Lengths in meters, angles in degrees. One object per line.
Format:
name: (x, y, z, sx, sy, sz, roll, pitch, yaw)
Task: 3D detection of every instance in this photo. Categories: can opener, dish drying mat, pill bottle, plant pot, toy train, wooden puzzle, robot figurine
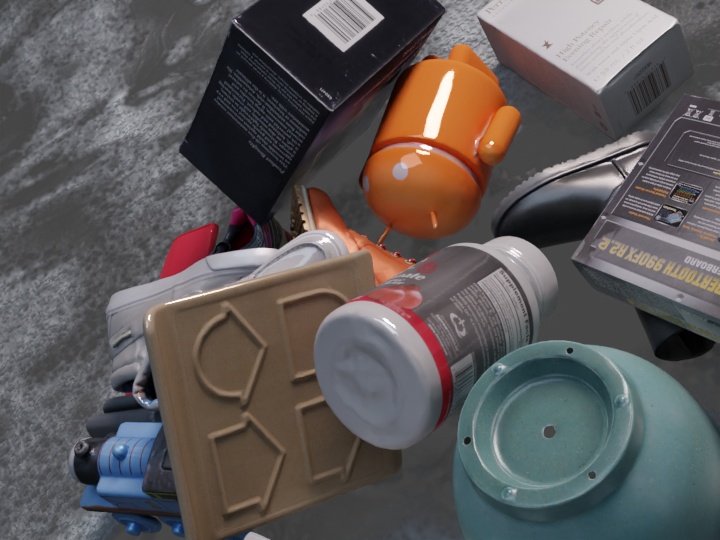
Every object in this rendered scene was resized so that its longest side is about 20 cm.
can opener: (-0.179, 0.144, 0.937, 0.199, 0.067, 0.053, -8, 28, 38)
dish drying mat: (-0.195, 0.043, 1.055, 0.076, 0.018, 0.201, -16, 50, 32)
pill bottle: (0.067, 0.044, 0.766, 0.110, 0.111, 0.200, 12, 28, 39)
plant pot: (0.144, 0.130, 0.680, 0.199, 0.134, 0.201, -17, 49, 21)
toy train: (-0.162, 0.175, 0.861, 0.199, 0.114, 0.087, -3, 54, 31)
wooden puzzle: (-0.064, 0.093, 0.768, 0.199, 0.186, 0.046, -16, 14, -32)
robot figurine: (0.071, -0.114, 0.934, 0.143, 0.117, 0.201, 14, 64, 11)

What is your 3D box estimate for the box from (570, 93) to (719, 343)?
box: (0.266, -0.029, 0.683, 0.159, 0.048, 0.200, -55, 39, -7)

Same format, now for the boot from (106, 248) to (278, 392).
boot: (-0.144, 0.051, 0.902, 0.199, 0.073, 0.096, -19, 65, 28)

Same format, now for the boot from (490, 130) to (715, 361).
boot: (0.208, -0.006, 0.802, 0.164, 0.066, 0.201, -30, 49, 12)

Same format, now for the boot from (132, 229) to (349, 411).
boot: (-0.094, 0.044, 0.801, 0.074, 0.096, 0.200, 45, 100, 16)

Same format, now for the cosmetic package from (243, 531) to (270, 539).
cosmetic package: (-0.023, 0.311, 0.655, 0.199, 0.123, 0.201, 12, 65, 39)

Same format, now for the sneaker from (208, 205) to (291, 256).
sneaker: (-0.135, 0.028, 0.989, 0.080, 0.075, 0.201, 1, 58, 34)

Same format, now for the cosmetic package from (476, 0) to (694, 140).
cosmetic package: (0.209, -0.218, 0.957, 0.102, 0.074, 0.200, -41, 45, -2)

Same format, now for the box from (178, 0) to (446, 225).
box: (-0.048, -0.181, 0.962, 0.200, 0.123, 0.198, -47, -1, -36)

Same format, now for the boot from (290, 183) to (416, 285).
boot: (0.000, 0.000, 0.898, 0.107, 0.075, 0.201, -14, 60, -18)
